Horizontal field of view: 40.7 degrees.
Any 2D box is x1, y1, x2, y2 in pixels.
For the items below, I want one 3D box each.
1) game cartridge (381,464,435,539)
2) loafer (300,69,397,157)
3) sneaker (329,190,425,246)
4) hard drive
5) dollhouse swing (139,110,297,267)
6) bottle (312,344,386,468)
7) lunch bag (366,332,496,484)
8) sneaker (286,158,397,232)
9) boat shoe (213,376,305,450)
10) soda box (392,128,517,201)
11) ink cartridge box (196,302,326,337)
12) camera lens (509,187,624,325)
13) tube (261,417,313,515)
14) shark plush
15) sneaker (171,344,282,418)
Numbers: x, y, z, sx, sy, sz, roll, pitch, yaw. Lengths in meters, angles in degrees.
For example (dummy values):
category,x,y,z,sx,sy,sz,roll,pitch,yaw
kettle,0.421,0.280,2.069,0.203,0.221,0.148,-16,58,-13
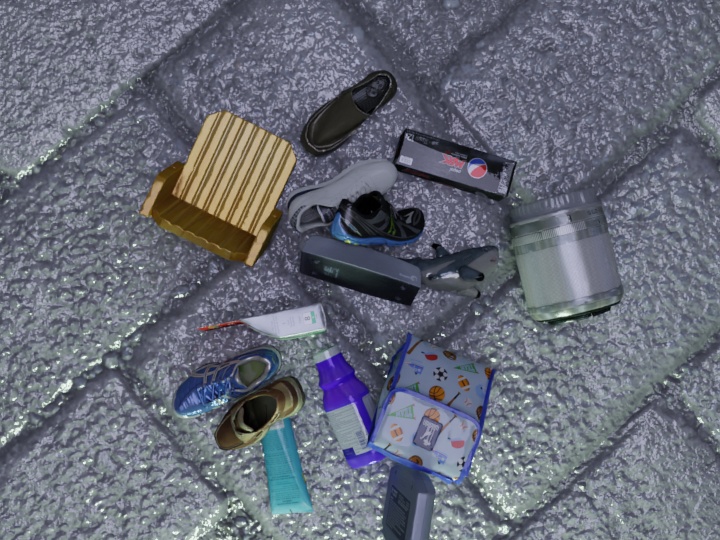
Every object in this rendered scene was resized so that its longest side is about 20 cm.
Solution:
category,x,y,z,sx,sy,sz,roll,pitch,yaw
game cartridge,0.076,0.382,1.552,0.040,0.200,0.135,6,89,-10
loafer,-0.021,-0.271,1.629,0.200,0.070,0.075,-43,91,-4
sneaker,0.037,-0.087,1.583,0.198,0.070,0.084,-4,114,-43
hard drive,0.000,0.000,1.594,0.198,0.135,0.043,17,73,0
dollhouse swing,-0.215,-0.143,1.572,0.198,0.182,0.177,26,107,-2
bottle,-0.019,0.224,1.610,0.083,0.065,0.202,-25,89,38
lunch bag,0.112,0.226,1.560,0.168,0.124,0.201,23,54,0
sneaker,-0.026,-0.118,1.609,0.198,0.081,0.077,-26,117,1
boat shoe,-0.175,0.232,1.560,0.200,0.074,0.076,-40,76,33
soda box,0.157,-0.177,1.638,0.198,0.071,0.064,17,86,-3
ink cartridge box,-0.154,0.096,1.564,0.197,0.161,0.051,-13,86,-4
camera lens,0.337,-0.020,1.601,0.158,0.160,0.203,-14,89,-4
tube,-0.132,0.306,1.617,0.077,0.050,0.203,-10,91,26
shark plush,0.135,-0.007,1.654,0.197,0.091,0.084,0,67,15
sneaker,-0.224,0.181,1.599,0.199,0.077,0.076,-30,92,-3
